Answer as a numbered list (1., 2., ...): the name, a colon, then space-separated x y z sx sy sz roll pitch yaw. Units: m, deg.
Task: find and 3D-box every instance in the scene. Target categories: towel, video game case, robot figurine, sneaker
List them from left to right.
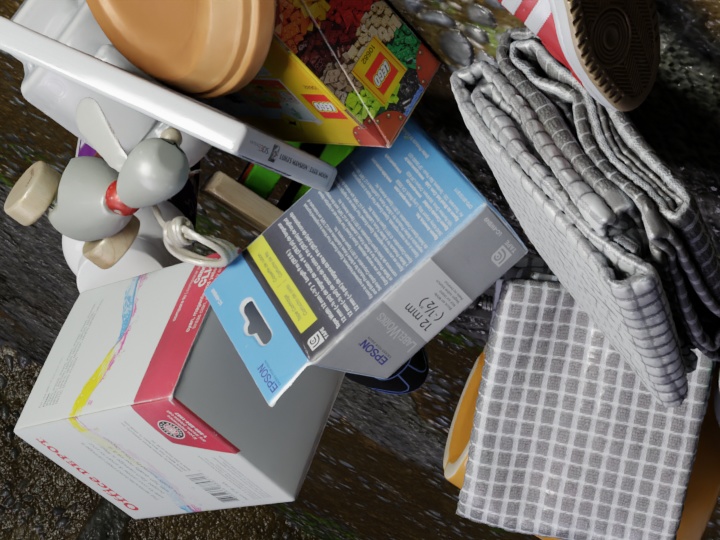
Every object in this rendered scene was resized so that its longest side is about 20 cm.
1. robot figurine: -0.190 -0.150 1.339 0.200 0.113 0.170 36 179 -15
2. video game case: -0.130 -0.112 1.137 0.200 0.023 0.182 25 -177 18
3. sneaker: 0.000 0.059 1.387 0.200 0.070 0.078 36 -177 -40
4. sneaker: 0.080 -0.167 0.916 0.112 0.071 0.200 4 141 48
5. towel: 0.163 0.097 1.190 0.165 0.200 0.086 11 -168 10
6. towel: 0.152 -0.037 1.013 0.200 0.086 0.166 55 180 38

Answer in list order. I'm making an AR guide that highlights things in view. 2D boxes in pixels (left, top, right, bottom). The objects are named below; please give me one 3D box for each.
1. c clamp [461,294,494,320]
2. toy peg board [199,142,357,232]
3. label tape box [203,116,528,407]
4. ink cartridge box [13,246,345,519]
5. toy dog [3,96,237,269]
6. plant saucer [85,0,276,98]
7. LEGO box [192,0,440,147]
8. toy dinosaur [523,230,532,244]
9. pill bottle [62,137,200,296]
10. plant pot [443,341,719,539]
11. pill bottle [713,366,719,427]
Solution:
1. c clamp: 0.146 0.034 1.347 0.200 0.027 0.171 10 177 8
2. toy peg board: -0.022 -0.053 1.403 0.200 0.098 0.199 33 178 -7
3. label tape box: 0.000 0.000 1.175 0.066 0.200 0.143 41 -172 -40
4. ink cartridge box: -0.140 0.094 1.312 0.200 0.145 0.145 -14 134 42
5. toy dog: -0.174 -0.072 1.234 0.200 0.096 0.132 -1 147 38
6. plant saucer: -0.130 -0.201 1.060 0.200 0.037 0.200 32 137 37
7. LEGO box: -0.068 -0.162 1.164 0.200 0.077 0.149 9 152 50
8. toy dinosaur: 0.163 -0.001 1.256 0.101 0.058 0.200 27 162 10
9. pill bottle: -0.198 -0.054 1.449 0.112 0.200 0.113 -1 132 -1
10. plant pot: 0.172 0.138 1.329 0.183 0.200 0.200 20 163 -5
11. pill bottle: 0.304 0.065 1.112 0.113 0.113 0.200 29 162 8
